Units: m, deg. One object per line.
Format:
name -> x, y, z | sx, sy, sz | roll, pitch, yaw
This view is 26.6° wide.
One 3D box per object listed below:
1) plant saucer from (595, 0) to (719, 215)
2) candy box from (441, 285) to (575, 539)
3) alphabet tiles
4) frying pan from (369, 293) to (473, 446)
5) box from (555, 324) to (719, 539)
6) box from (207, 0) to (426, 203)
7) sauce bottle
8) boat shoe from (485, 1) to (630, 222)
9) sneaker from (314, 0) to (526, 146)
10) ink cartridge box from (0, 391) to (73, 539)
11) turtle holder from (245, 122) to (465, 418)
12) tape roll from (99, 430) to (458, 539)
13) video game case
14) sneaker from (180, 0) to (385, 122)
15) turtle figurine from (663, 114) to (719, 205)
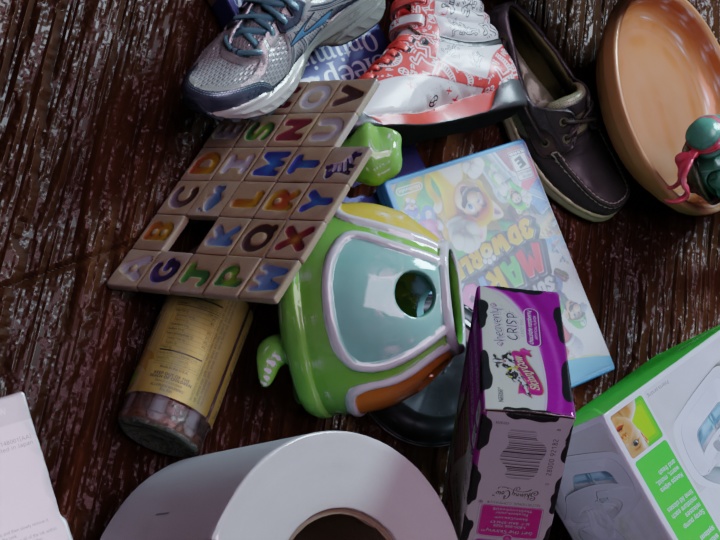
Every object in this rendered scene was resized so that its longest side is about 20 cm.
plant saucer -> 0.258, -0.141, 1.286 | 0.200, 0.037, 0.201 | 18, 65, -44
candy box -> 0.094, 0.130, 1.021 | 0.061, 0.200, 0.137 | 5, 33, -1
alphabet tiles -> -0.069, -0.060, 1.053 | 0.008, 0.167, 0.200 | 53, 56, -36
frying pan -> 0.064, 0.109, 1.128 | 0.115, 0.031, 0.190 | -15, 82, -14
box -> 0.249, 0.161, 1.159 | 0.200, 0.097, 0.177 | -26, 85, -42
box -> -0.025, -0.145, 1.177 | 0.121, 0.032, 0.200 | -22, 85, -31
sauce bottle -> -0.106, 0.030, 1.058 | 0.065, 0.065, 0.200 | 29, 61, -16
boat shoe -> 0.157, -0.130, 1.243 | 0.072, 0.066, 0.201 | -39, 93, -34
sneaker -> 0.029, -0.153, 1.151 | 0.201, 0.067, 0.108 | -15, 80, -34
ink cartridge box -> -0.275, 0.186, 0.927 | 0.200, 0.045, 0.177 | -15, 82, -30
turtle holder -> 0.003, 0.009, 1.061 | 0.131, 0.141, 0.186 | -7, 57, 12
tape roll -> -0.051, 0.208, 0.957 | 0.202, 0.139, 0.203 | 12, 71, -37
video game case -> 0.108, 0.007, 1.193 | 0.143, 0.018, 0.200 | -19, 86, -31
sneaker -> -0.061, -0.187, 1.094 | 0.078, 0.086, 0.200 | 28, 56, 25
turtle figurine -> 0.309, -0.089, 1.223 | 0.200, 0.100, 0.150 | 28, 75, -59
